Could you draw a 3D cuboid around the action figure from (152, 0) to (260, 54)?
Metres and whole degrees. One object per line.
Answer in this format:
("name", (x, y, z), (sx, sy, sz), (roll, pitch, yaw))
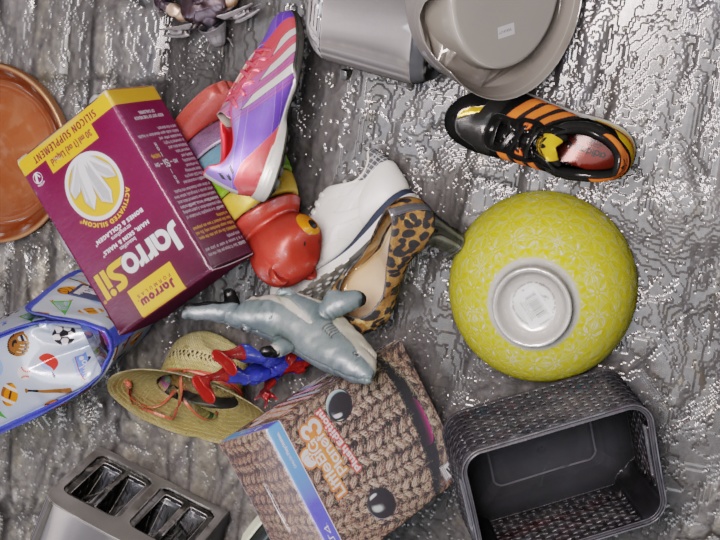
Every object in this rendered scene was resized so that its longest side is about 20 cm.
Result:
("action figure", (-0.169, -0.324, 1.428), (0.128, 0.069, 0.203), (-14, 101, 9))

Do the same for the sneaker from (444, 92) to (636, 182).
("sneaker", (0.176, -0.134, 1.364), (0.197, 0.090, 0.071), (15, 104, 10))

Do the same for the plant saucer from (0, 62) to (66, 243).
("plant saucer", (-0.413, -0.133, 1.541), (0.197, 0.032, 0.204), (2, 100, 13))

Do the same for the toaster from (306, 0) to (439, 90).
("toaster", (0.023, -0.286, 1.362), (0.127, 0.114, 0.203), (10, 105, 14))

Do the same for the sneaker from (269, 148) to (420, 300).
("sneaker", (-0.028, -0.038, 1.452), (0.200, 0.076, 0.081), (-42, 77, 14))

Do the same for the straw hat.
("straw hat", (-0.172, 0.114, 1.496), (0.198, 0.202, 0.086), (12, 62, 11))

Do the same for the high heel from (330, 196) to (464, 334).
("high heel", (0.000, 0.000, 1.373), (0.199, 0.142, 0.072), (-37, 64, 14))

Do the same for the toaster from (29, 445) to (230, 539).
("toaster", (-0.261, 0.301, 1.502), (0.179, 0.200, 0.120), (25, 110, 8))

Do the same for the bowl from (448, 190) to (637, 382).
("bowl", (0.179, 0.027, 1.387), (0.197, 0.108, 0.203), (3, 102, 13))

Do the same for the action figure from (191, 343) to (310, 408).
("action figure", (-0.092, 0.099, 1.422), (0.052, 0.199, 0.066), (42, 114, 19))

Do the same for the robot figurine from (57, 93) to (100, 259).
("robot figurine", (-0.264, -0.085, 1.471), (0.169, 0.112, 0.203), (26, 111, 50))

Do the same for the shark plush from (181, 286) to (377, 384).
("shark plush", (-0.075, 0.054, 1.355), (0.198, 0.084, 0.091), (23, 131, -6))

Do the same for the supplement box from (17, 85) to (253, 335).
("supplement box", (-0.220, -0.061, 1.343), (0.130, 0.103, 0.201), (-33, 88, 21))

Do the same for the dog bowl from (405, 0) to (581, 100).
("dog bowl", (0.125, -0.267, 1.310), (0.058, 0.198, 0.203), (23, 110, 49))

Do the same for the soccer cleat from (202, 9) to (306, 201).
("soccer cleat", (-0.101, -0.169, 1.340), (0.072, 0.068, 0.203), (15, 72, -15))

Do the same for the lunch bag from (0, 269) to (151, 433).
("lunch bag", (-0.324, 0.079, 1.490), (0.198, 0.170, 0.125), (-21, 100, 18))

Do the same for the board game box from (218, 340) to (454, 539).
("board game box", (-0.015, 0.193, 1.410), (0.096, 0.199, 0.161), (-23, 96, 52))

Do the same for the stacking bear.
("stacking bear", (-0.107, -0.076, 1.406), (0.113, 0.121, 0.202), (-36, 75, 23))

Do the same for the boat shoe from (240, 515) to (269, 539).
("boat shoe", (-0.122, 0.345, 1.541), (0.066, 0.074, 0.200), (40, 98, 16))

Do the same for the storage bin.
("storage bin", (0.194, 0.198, 1.383), (0.197, 0.094, 0.137), (-16, 110, -5))
